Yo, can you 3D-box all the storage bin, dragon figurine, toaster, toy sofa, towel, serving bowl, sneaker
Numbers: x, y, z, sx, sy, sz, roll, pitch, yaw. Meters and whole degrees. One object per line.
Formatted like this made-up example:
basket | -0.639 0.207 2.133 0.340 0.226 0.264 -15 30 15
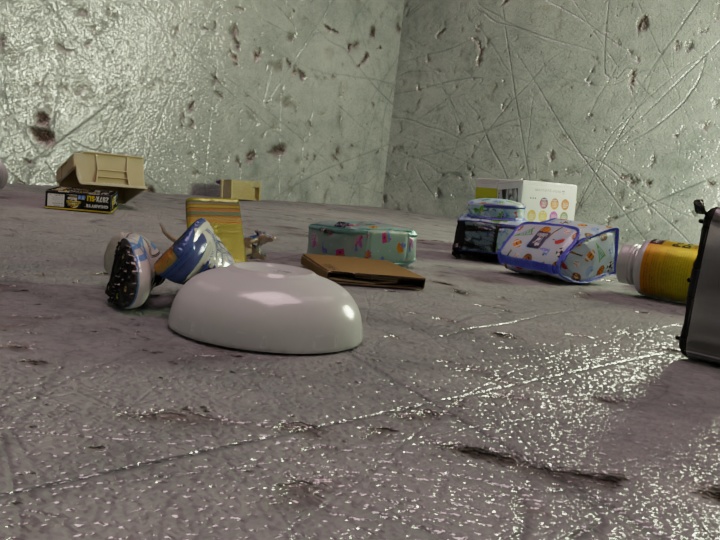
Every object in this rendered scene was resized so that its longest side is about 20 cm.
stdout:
storage bin | -0.727 -0.257 2.233 0.198 0.094 0.200 1 -8 -34
dragon figurine | -0.231 -0.042 1.297 0.199 0.059 0.099 5 7 -20
toaster | 0.461 0.019 0.935 0.118 0.182 0.199 14 9 40
toy sofa | -0.515 -0.339 3.360 0.097 0.083 0.200 5 5 31
towel | -0.221 -0.052 1.212 0.085 0.018 0.200 0 37 -13
serving bowl | -0.093 0.030 0.816 0.199 0.066 0.200 7 6 -1
sneaker | -0.175 -0.005 0.917 0.088 0.075 0.200 48 2 -4
sneaker | -0.253 -0.001 0.915 0.072 0.072 0.200 17 7 -22

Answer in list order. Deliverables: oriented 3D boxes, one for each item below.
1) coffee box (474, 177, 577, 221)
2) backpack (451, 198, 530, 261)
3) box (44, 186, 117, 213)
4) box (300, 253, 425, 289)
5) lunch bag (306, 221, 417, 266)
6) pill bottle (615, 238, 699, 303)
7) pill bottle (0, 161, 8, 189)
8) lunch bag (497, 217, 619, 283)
coffee box | 0.442 -0.144 2.177 0.199 0.199 0.200 1 7 -30
backpack | 0.331 -0.095 1.897 0.199 0.148 0.183 11 10 11
box | -0.713 -0.183 2.053 0.159 0.050 0.200 2 8 -14
box | 0.000 0.000 1.319 0.162 0.021 0.200 5 7 -16
lunch bag | -0.002 -0.056 1.548 0.199 0.078 0.160 0 9 -40
pill bottle | 0.585 0.001 1.486 0.199 0.110 0.109 12 9 39
pill bottle | -1.011 -0.250 2.062 0.108 0.110 0.200 8 7 13
lunch bag | 0.407 -0.040 1.645 0.199 0.125 0.170 -16 18 -35
